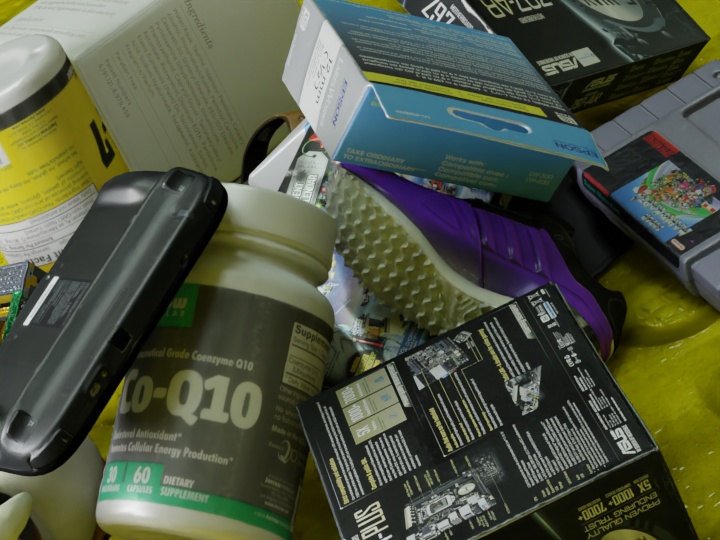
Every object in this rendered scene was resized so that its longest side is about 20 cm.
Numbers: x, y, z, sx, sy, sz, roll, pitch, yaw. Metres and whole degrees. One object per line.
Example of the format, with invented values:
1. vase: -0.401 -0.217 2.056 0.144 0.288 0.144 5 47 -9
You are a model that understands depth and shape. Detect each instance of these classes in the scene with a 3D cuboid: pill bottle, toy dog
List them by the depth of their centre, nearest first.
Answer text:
1. toy dog: -0.221 0.152 1.327 0.194 0.139 0.200 -63 -5 35
2. pill bottle: -0.077 0.060 1.339 0.113 0.113 0.201 -3 70 40
3. pill bottle: -0.224 -0.059 1.702 0.114 0.200 0.114 -21 26 11

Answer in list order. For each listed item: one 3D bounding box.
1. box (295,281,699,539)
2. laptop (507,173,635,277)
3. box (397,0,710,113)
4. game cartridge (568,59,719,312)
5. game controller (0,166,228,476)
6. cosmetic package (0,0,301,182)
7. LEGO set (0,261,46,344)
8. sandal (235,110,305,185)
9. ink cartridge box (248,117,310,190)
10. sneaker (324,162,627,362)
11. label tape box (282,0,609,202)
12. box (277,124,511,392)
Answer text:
1. box: 0.069 0.113 1.228 0.163 0.086 0.200 -26 27 0
2. laptop: 0.073 -0.008 1.550 0.187 0.116 0.200 -38 -1 -24
3. box: 0.123 -0.182 1.597 0.200 0.160 0.044 -18 -28 -46
4. game cartridge: 0.219 -0.055 1.435 0.129 0.038 0.200 -27 35 -11
5. game controller: -0.150 0.025 1.292 0.104 0.042 0.200 -3 49 54
6. cosmetic package: -0.160 -0.160 1.875 0.200 0.167 0.167 -40 29 -25
7. LEGO set: -0.251 0.075 1.607 0.199 0.116 0.154 -17 55 31
8. sandal: -0.063 -0.084 1.768 0.082 0.055 0.200 6 40 48
9. ink cartridge box: 0.032 -0.115 1.622 0.146 0.086 0.200 -39 5 38
10. sneaker: 0.073 -0.008 1.393 0.200 0.070 0.099 38 52 12
11. label tape box: 0.046 -0.092 1.398 0.143 0.066 0.200 10 24 -20
12. box: 0.000 0.000 1.454 0.136 0.040 0.200 11 55 19
